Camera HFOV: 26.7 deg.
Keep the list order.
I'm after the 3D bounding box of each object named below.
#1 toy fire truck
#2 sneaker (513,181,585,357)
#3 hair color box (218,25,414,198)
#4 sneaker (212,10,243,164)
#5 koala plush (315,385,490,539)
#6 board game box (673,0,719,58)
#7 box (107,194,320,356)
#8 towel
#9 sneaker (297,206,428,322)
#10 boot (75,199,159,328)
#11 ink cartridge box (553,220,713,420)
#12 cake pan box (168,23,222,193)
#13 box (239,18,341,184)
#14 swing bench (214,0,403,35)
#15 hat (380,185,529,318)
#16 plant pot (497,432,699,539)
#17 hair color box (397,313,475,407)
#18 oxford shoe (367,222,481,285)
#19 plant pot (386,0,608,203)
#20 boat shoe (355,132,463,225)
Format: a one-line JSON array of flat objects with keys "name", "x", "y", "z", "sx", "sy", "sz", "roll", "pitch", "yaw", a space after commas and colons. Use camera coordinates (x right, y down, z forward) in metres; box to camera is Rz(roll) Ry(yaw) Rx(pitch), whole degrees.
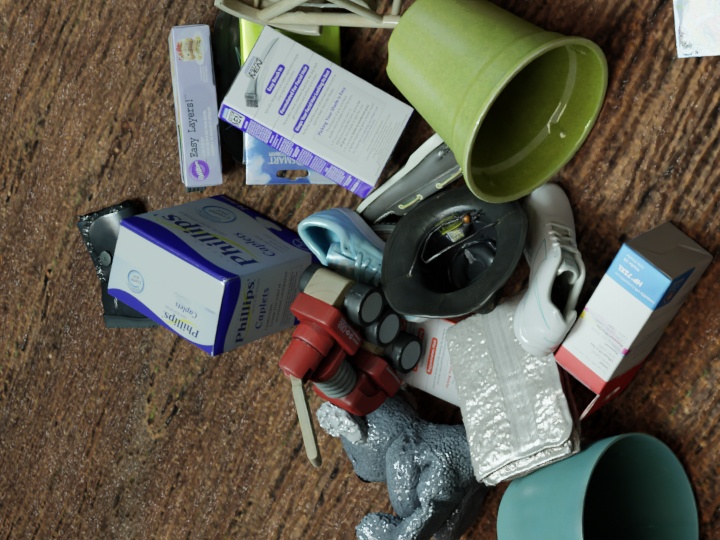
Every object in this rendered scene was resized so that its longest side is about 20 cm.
[{"name": "toy fire truck", "x": -0.027, "y": 0.123, "z": 1.709, "sx": 0.128, "sy": 0.176, "sz": 0.201, "roll": 23, "pitch": 72, "yaw": 36}, {"name": "sneaker", "x": 0.213, "y": -0.010, "z": 1.636, "sx": 0.080, "sy": 0.070, "sz": 0.202, "roll": 134, "pitch": 145, "yaw": -58}, {"name": "hair color box", "x": -0.052, "y": -0.182, "z": 1.755, "sx": 0.199, "sy": 0.110, "sz": 0.065, "roll": 30, "pitch": 165, "yaw": -6}, {"name": "sneaker", "x": -0.135, "y": -0.224, "z": 1.881, "sx": 0.079, "sy": 0.075, "sz": 0.201, "roll": 5, "pitch": 118, "yaw": 16}, {"name": "koala plush", "x": 0.051, "y": 0.214, "z": 1.812, "sx": 0.200, "sy": 0.177, "sz": 0.184, "roll": 44, "pitch": 121, "yaw": 25}, {"name": "board game box", "x": 0.403, "y": -0.283, "z": 1.487, "sx": 0.199, "sy": 0.034, "sz": 0.136, "roll": 0, "pitch": 103, "yaw": 37}, {"name": "box", "x": -0.179, "y": 0.000, "z": 1.896, "sx": 0.183, "sy": 0.199, "sz": 0.106, "roll": 27, "pitch": 117, "yaw": 28}, {"name": "towel", "x": 0.165, "y": 0.128, "z": 1.671, "sx": 0.132, "sy": 0.034, "sz": 0.201, "roll": -27, "pitch": 59, "yaw": 27}, {"name": "sneaker", "x": 0.000, "y": 0.000, "z": 1.751, "sx": 0.200, "sy": 0.082, "sz": 0.074, "roll": 39, "pitch": 126, "yaw": 35}, {"name": "boot", "x": -0.302, "y": -0.010, "z": 2.063, "sx": 0.199, "sy": 0.076, "sz": 0.169, "roll": -4, "pitch": 104, "yaw": 44}, {"name": "ink cartridge box", "x": 0.282, "y": 0.055, "z": 1.621, "sx": 0.067, "sy": 0.116, "sz": 0.201, "roll": 40, "pitch": 122, "yaw": 20}, {"name": "cake pan box", "x": -0.204, "y": -0.198, "z": 1.876, "sx": 0.052, "sy": 0.184, "sz": 0.202, "roll": -5, "pitch": 97, "yaw": -6}, {"name": "box", "x": -0.083, "y": -0.207, "z": 1.829, "sx": 0.121, "sy": 0.048, "sz": 0.202, "roll": 0, "pitch": 105, "yaw": 0}, {"name": "swing bench", "x": -0.042, "y": -0.376, "z": 1.687, "sx": 0.199, "sy": 0.129, "sz": 0.201, "roll": 5, "pitch": 81, "yaw": 48}, {"name": "hat", "x": 0.115, "y": -0.003, "z": 1.671, "sx": 0.199, "sy": 0.201, "sz": 0.081, "roll": -2, "pitch": 139, "yaw": 37}, {"name": "plant pot", "x": 0.248, "y": 0.282, "z": 1.670, "sx": 0.160, "sy": 0.200, "sz": 0.202, "roll": -10, "pitch": 97, "yaw": 48}, {"name": "hair color box", "x": 0.111, "y": 0.098, "z": 1.796, "sx": 0.199, "sy": 0.061, "sz": 0.102, "roll": 23, "pitch": 115, "yaw": 29}, {"name": "oxford shoe", "x": 0.067, "y": -0.003, "z": 1.777, "sx": 0.199, "sy": 0.073, "sz": 0.085, "roll": 18, "pitch": 81, "yaw": 35}, {"name": "plant pot", "x": 0.130, "y": -0.206, "z": 1.631, "sx": 0.184, "sy": 0.199, "sz": 0.201, "roll": 43, "pitch": 125, "yaw": 33}, {"name": "boat shoe", "x": 0.064, "y": -0.097, "z": 1.766, "sx": 0.061, "sy": 0.072, "sz": 0.201, "roll": 48, "pitch": 138, "yaw": -1}]
